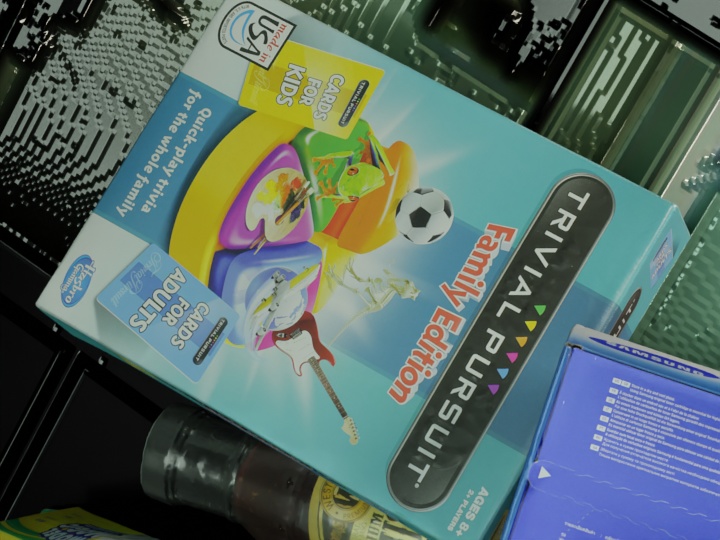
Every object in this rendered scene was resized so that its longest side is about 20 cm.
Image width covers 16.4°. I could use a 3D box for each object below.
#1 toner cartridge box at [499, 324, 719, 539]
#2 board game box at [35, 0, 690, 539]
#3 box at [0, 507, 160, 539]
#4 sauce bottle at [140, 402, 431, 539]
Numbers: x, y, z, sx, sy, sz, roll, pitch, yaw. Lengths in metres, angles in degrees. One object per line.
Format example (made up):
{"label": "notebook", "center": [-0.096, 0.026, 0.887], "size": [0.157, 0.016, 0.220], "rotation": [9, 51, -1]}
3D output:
{"label": "toner cartridge box", "center": [0.152, 0.096, 0.860], "size": [0.200, 0.043, 0.095], "rotation": [19, 100, 6]}
{"label": "board game box", "center": [0.000, 0.000, 0.948], "size": [0.200, 0.047, 0.151], "rotation": [28, 83, 20]}
{"label": "box", "center": [-0.103, 0.160, 0.984], "size": [0.200, 0.048, 0.118], "rotation": [-176, 80, -67]}
{"label": "sauce bottle", "center": [0.009, 0.099, 0.979], "size": [0.200, 0.066, 0.066], "rotation": [14, 101, 19]}
